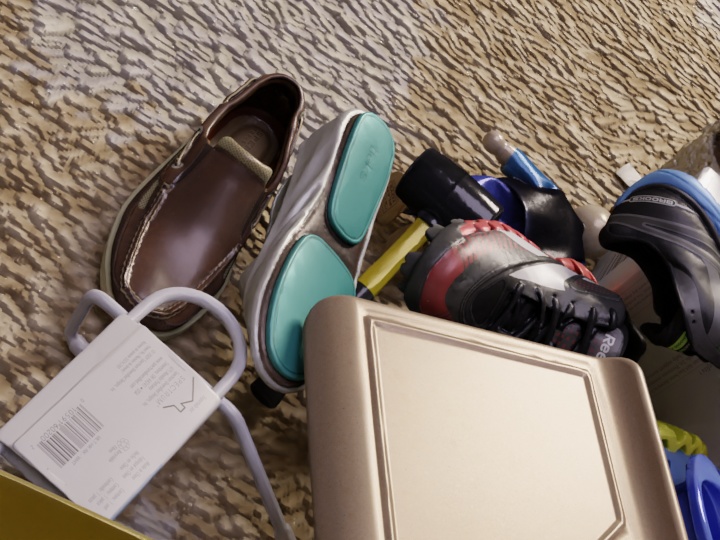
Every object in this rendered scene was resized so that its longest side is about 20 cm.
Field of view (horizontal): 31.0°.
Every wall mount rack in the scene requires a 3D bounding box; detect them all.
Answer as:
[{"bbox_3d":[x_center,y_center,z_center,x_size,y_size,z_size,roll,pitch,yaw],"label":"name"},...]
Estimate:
[{"bbox_3d":[-0.110,0.107,0.634,0.173,0.075,0.200,41,45,1],"label":"wall mount rack"}]

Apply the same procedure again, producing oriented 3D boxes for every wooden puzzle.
[{"bbox_3d":[0.067,0.108,0.657,0.197,0.037,0.187,11,47,-18],"label":"wooden puzzle"}]

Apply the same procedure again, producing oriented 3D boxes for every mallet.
[{"bbox_3d":[0.000,0.000,0.779,0.199,0.041,0.066,-38,77,-24],"label":"mallet"}]

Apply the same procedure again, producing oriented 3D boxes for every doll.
[{"bbox_3d":[0.104,-0.035,0.901,0.198,0.048,0.138,3,61,-34],"label":"doll"}]

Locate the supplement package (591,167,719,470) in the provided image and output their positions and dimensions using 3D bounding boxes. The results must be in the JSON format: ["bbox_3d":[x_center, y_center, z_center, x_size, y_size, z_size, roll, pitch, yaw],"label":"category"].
[{"bbox_3d":[0.258,0.053,0.902,0.200,0.117,0.117,44,45,-2],"label":"supplement package"}]

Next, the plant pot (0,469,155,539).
[{"bbox_3d":[-0.110,0.202,0.462,0.198,0.200,0.178,27,89,-16],"label":"plant pot"}]

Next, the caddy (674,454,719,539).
[{"bbox_3d":[0.201,0.205,0.716,0.141,0.104,0.202,-2,72,-67],"label":"caddy"}]

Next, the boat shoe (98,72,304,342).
[{"bbox_3d":[-0.087,-0.048,0.754,0.074,0.075,0.204,33,46,-11],"label":"boat shoe"}]

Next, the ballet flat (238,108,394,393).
[{"bbox_3d":[-0.033,-0.009,0.744,0.069,0.069,0.202,30,52,-14],"label":"ballet flat"}]

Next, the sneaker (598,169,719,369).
[{"bbox_3d":[0.217,0.035,0.785,0.082,0.071,0.200,-36,82,-13],"label":"sneaker"}]

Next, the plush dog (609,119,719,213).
[{"bbox_3d":[0.291,-0.073,0.964,0.159,0.172,0.202,17,43,-24],"label":"plush dog"}]

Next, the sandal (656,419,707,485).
[{"bbox_3d":[0.140,0.125,0.809,0.198,0.079,0.088,13,88,-37],"label":"sandal"}]

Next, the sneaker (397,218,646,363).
[{"bbox_3d":[0.106,0.026,0.778,0.199,0.071,0.098,19,17,-48],"label":"sneaker"}]
